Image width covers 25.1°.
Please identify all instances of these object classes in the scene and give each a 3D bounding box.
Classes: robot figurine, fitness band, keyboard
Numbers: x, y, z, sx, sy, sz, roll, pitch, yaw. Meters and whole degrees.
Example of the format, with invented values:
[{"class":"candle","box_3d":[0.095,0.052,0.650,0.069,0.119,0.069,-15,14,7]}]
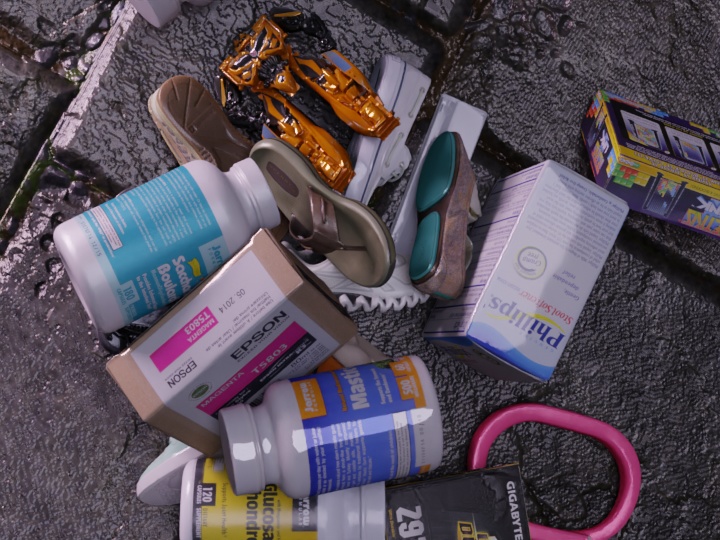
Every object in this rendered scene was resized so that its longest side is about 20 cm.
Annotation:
[{"class":"robot figurine","box_3d":[-0.062,-0.182,1.664,0.200,0.058,0.145,42,94,16]},{"class":"fitness band","box_3d":[0.209,0.222,1.749,0.198,0.037,0.145,15,84,-12]},{"class":"keyboard","box_3d":[0.079,-0.089,1.751,0.056,0.011,0.202,23,83,-15]}]

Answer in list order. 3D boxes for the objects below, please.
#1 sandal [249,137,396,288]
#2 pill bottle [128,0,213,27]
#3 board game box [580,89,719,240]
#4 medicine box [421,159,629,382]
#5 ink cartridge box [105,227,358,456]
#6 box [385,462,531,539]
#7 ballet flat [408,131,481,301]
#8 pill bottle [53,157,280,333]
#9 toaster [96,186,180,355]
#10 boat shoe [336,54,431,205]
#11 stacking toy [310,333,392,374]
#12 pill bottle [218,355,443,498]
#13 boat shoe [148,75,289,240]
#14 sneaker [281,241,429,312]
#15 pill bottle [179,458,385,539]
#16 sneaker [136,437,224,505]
[{"class":"sandal","box_3d":[-0.047,-0.050,1.612,0.201,0.080,0.057,40,40,18]},{"class":"pill bottle","box_3d":[-0.157,-0.344,1.658,0.200,0.111,0.111,-43,96,-11]},{"class":"board game box","box_3d":[0.343,-0.106,1.728,0.198,0.166,0.057,19,120,-10]},{"class":"medicine box","box_3d":[0.167,0.004,1.675,0.102,0.182,0.202,27,82,-9]},{"class":"ink cartridge box","box_3d":[-0.117,0.073,1.532,0.200,0.165,0.075,-40,65,4]},{"class":"box","box_3d":[0.102,0.311,1.672,0.158,0.049,0.203,-8,86,-15]},{"class":"ballet flat","box_3d":[0.092,-0.052,1.695,0.067,0.068,0.202,32,53,-28]},{"class":"pill bottle","box_3d":[-0.177,-0.031,1.508,0.198,0.111,0.112,-27,93,-11]},{"class":"toaster","box_3d":[-0.209,0.016,1.622,0.112,0.129,0.203,6,86,-11]},{"class":"boat shoe","box_3d":[0.024,-0.125,1.705,0.066,0.073,0.202,20,88,-17]},{"class":"stacking toy","box_3d":[-0.040,0.166,1.666,0.146,0.146,0.201,38,96,-8]},{"class":"pill bottle","box_3d":[-0.030,0.151,1.523,0.197,0.112,0.114,-10,90,-12]},{"class":"boat shoe","box_3d":[-0.146,-0.111,1.682,0.073,0.063,0.201,-37,99,-27]},{"class":"sneaker","box_3d":[0.000,0.000,1.682,0.197,0.075,0.082,-7,108,-15]},{"class":"pill bottle","box_3d":[-0.075,0.242,1.591,0.197,0.112,0.114,0,87,-1]},{"class":"sneaker","box_3d":[-0.161,0.149,1.668,0.200,0.074,0.119,-39,52,11]}]
